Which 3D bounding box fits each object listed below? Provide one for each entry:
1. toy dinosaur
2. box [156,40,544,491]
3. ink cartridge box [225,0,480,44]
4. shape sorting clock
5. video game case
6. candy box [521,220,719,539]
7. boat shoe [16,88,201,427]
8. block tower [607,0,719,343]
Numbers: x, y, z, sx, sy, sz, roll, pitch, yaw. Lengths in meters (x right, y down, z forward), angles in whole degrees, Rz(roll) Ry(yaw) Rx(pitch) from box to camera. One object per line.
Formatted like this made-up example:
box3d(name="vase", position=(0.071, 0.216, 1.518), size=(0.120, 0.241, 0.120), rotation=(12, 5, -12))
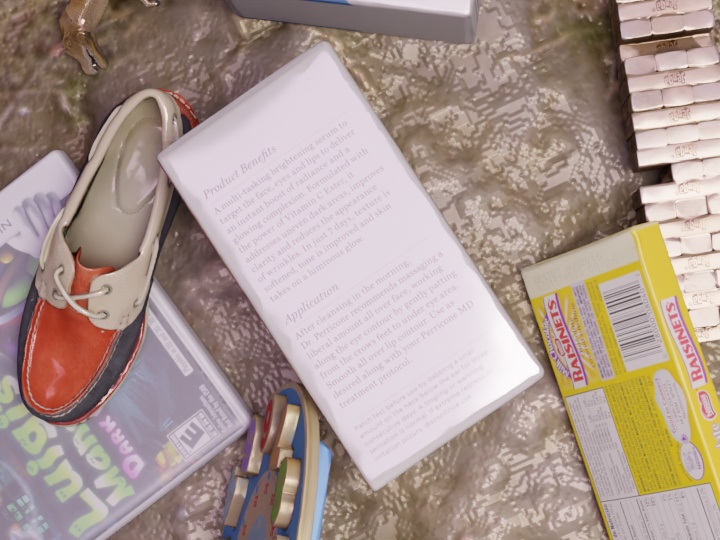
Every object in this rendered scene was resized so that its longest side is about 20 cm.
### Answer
box3d(name="toy dinosaur", position=(-0.150, -0.219, 0.924), size=(0.100, 0.058, 0.201), rotation=(-7, 87, 6))
box3d(name="box", position=(0.000, 0.000, 0.854), size=(0.106, 0.152, 0.201), rotation=(-34, 84, 3))
box3d(name="ink cartridge box", position=(0.006, -0.240, 0.897), size=(0.144, 0.084, 0.201), rotation=(7, 88, 5))
box3d(name="shape sorting clock", position=(-0.058, 0.156, 0.832), size=(0.039, 0.200, 0.201), rotation=(10, 89, -14))
box3d(name="video game case", position=(-0.189, 0.063, 0.934), size=(0.181, 0.023, 0.200), rotation=(-37, 85, 3))
box3d(name="candy box", position=(0.155, 0.081, 0.867), size=(0.026, 0.102, 0.201), rotation=(-16, 86, -31))
box3d(name="boat shoe", position=(-0.144, -0.007, 0.891), size=(0.071, 0.063, 0.201), rotation=(23, 91, 4))
box3d(name="block tower", position=(0.178, -0.059, 0.889), size=(0.054, 0.058, 0.201), rotation=(-7, 88, 6))
